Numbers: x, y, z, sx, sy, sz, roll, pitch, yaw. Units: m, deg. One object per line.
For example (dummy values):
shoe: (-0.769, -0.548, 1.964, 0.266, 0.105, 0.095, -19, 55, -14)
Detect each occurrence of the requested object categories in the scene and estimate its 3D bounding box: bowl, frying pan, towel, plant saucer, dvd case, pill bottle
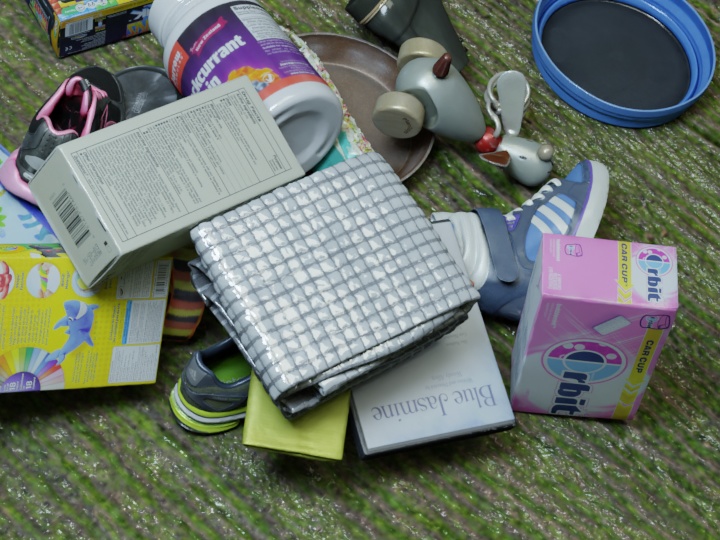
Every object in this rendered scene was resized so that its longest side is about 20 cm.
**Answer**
bowl: (0.275, -0.234, 1.727, 0.199, 0.039, 0.202, 6, 55, -9)
frying pan: (-0.180, -0.133, 1.536, 0.190, 0.031, 0.115, 33, 66, 22)
towel: (-0.046, 0.060, 1.366, 0.086, 0.018, 0.201, 10, 63, -8)
plant saucer: (-0.026, -0.147, 1.598, 0.199, 0.035, 0.201, 6, 55, -9)
towel: (-0.027, 0.013, 1.338, 0.199, 0.086, 0.166, -27, 76, -25)
dvd case: (0.040, 0.056, 1.409, 0.142, 0.018, 0.201, -9, 68, -19)
pill bottle: (-0.112, -0.182, 1.492, 0.111, 0.112, 0.200, -22, 56, -26)

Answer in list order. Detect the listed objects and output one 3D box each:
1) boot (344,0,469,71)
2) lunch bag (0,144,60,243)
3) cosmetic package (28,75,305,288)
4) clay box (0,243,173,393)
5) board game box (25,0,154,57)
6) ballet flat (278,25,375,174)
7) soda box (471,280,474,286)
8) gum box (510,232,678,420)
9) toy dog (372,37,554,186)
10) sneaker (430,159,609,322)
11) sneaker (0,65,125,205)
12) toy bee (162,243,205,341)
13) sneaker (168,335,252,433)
boot: (0.070, -0.269, 1.696, 0.138, 0.077, 0.200, 44, 41, -10)
lunch bag: (-0.326, -0.021, 1.412, 0.200, 0.083, 0.161, 42, 55, 14)
cosmetic package: (-0.155, -0.075, 1.329, 0.200, 0.073, 0.104, -25, 82, -40)
clay box: (-0.255, 0.037, 1.320, 0.199, 0.116, 0.048, 0, 17, -35)
board game box: (-0.247, -0.315, 1.645, 0.199, 0.057, 0.166, -20, 61, -24)
ballet flat: (-0.038, -0.143, 1.542, 0.064, 0.076, 0.201, 3, 54, -50)
soda box: (0.000, 0.000, 1.486, 0.199, 0.064, 0.068, 31, 55, 9)
gum box: (0.198, 0.056, 1.418, 0.113, 0.200, 0.066, 6, 55, 0)
toy dog: (0.112, -0.157, 1.563, 0.199, 0.096, 0.133, 8, 70, -27)
sneaker: (0.144, -0.047, 1.542, 0.146, 0.081, 0.201, 24, 60, -2)
sneaker: (-0.248, -0.139, 1.441, 0.079, 0.096, 0.200, 23, 35, -5)
toy bee: (-0.166, -0.046, 1.426, 0.131, 0.109, 0.201, -18, 79, -40)
sneaker: (-0.066, 0.078, 1.405, 0.199, 0.081, 0.074, -21, 64, -25)
